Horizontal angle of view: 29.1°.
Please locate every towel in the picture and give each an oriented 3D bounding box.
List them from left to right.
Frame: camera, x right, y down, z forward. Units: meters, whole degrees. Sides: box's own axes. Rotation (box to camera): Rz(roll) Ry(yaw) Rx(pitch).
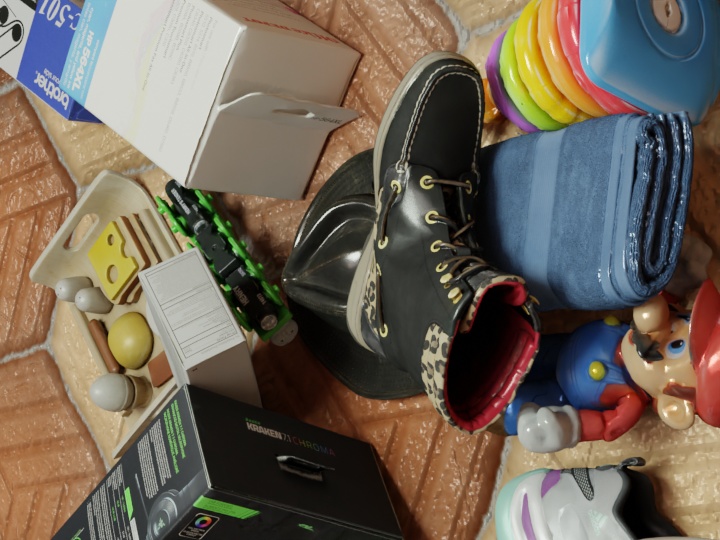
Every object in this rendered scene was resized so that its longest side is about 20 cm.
[{"bbox_3d":[0.122,-0.030,0.840,0.199,0.048,0.113,-4,75,61],"label":"towel"}]

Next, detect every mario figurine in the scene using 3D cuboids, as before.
[{"bbox_3d":[0.148,0.042,0.826,0.199,0.105,0.125,-13,78,42],"label":"mario figurine"}]

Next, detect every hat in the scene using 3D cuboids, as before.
[{"bbox_3d":[0.000,0.000,0.972,0.199,0.080,0.203,-1,89,41],"label":"hat"}]

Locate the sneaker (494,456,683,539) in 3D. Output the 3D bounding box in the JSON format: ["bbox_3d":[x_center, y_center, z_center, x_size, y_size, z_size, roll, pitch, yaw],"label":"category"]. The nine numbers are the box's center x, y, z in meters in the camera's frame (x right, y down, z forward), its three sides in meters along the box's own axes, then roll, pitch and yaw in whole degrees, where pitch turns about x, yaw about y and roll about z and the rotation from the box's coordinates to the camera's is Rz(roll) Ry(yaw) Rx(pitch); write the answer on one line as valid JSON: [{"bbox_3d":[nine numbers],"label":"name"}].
[{"bbox_3d":[0.159,0.211,0.826,0.139,0.077,0.203,-20,77,39],"label":"sneaker"}]

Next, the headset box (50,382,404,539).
[{"bbox_3d":[-0.093,0.187,0.968,0.200,0.173,0.093,-47,41,24],"label":"headset box"}]

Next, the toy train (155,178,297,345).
[{"bbox_3d":[-0.101,-0.008,1.056,0.042,0.056,0.200,-40,45,1],"label":"toy train"}]

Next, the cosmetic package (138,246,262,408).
[{"bbox_3d":[-0.108,0.071,1.007,0.201,0.050,0.083,87,157,-62],"label":"cosmetic package"}]

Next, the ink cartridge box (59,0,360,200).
[{"bbox_3d":[-0.109,-0.145,1.042,0.200,0.128,0.126,38,113,36],"label":"ink cartridge box"}]

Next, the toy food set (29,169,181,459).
[{"bbox_3d":[-0.205,0.035,1.166,0.144,0.060,0.201,-48,60,29],"label":"toy food set"}]

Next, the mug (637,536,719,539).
[{"bbox_3d":[0.190,0.256,0.719,0.177,0.132,0.203,8,100,53],"label":"mug"}]

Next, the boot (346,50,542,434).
[{"bbox_3d":[0.056,-0.016,0.828,0.151,0.072,0.202,48,125,58],"label":"boot"}]

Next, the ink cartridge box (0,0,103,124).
[{"bbox_3d":[-0.288,-0.218,1.259,0.199,0.044,0.095,37,113,36],"label":"ink cartridge box"}]

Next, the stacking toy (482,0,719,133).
[{"bbox_3d":[0.119,-0.125,0.871,0.199,0.109,0.118,-22,58,50],"label":"stacking toy"}]
